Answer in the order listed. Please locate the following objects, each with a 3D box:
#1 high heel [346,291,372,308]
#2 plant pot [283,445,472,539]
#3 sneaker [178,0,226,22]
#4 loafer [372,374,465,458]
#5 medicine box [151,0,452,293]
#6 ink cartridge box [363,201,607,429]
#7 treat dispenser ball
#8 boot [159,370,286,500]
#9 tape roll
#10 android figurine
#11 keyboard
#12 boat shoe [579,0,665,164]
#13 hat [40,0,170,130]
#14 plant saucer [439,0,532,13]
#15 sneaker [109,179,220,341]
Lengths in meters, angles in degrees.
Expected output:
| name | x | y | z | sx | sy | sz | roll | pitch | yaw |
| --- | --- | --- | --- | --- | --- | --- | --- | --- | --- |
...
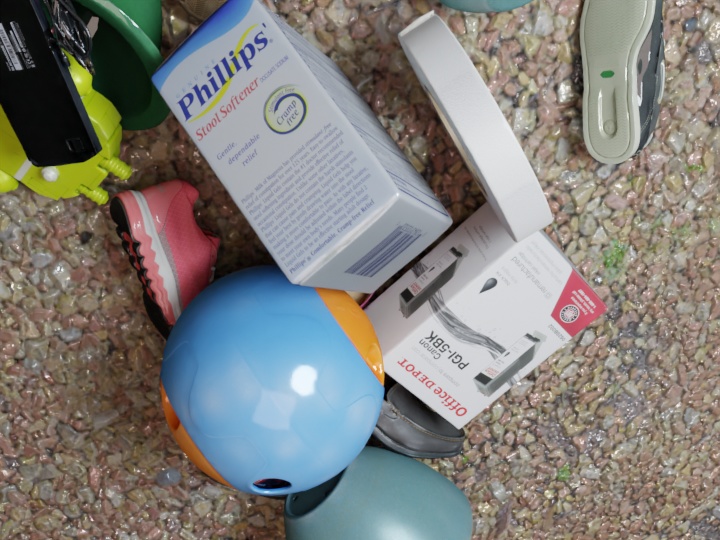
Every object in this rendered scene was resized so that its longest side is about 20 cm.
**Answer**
| name | x | y | z | sx | sy | sz | roll | pitch | yaw |
| --- | --- | --- | --- | --- | --- | --- | --- | --- | --- |
| high heel | 0.000 | 0.000 | 0.804 | 0.067 | 0.096 | 0.201 | 21 | 111 | -16 |
| plant pot | -0.003 | 0.263 | 0.873 | 0.200 | 0.200 | 0.135 | -40 | 108 | 12 |
| sneaker | -0.104 | -0.306 | 0.677 | 0.071 | 0.113 | 0.200 | 11 | 143 | -14 |
| loafer | 0.030 | 0.141 | 0.889 | 0.199 | 0.073 | 0.073 | 23 | 106 | -17 |
| medicine box | -0.038 | -0.092 | 0.669 | 0.103 | 0.182 | 0.201 | -39 | 76 | 12 |
| ink cartridge box | 0.119 | 0.043 | 0.834 | 0.200 | 0.083 | 0.147 | -42 | 124 | 13 |
| treat dispenser ball | -0.077 | 0.096 | 0.748 | 0.199 | 0.201 | 0.203 | -3 | 115 | -5 |
| boot | -0.138 | 0.175 | 0.890 | 0.199 | 0.068 | 0.131 | 25 | 115 | -15 |
| tape roll | 0.095 | -0.118 | 0.704 | 0.037 | 0.203 | 0.203 | -30 | 114 | 8 |
| android figurine | -0.288 | -0.131 | 0.713 | 0.200 | 0.041 | 0.182 | 39 | 132 | -23 |
| keyboard | -0.241 | -0.175 | 0.625 | 0.103 | 0.040 | 0.201 | 0 | 126 | 23 |
| boat shoe | 0.246 | -0.203 | 0.768 | 0.067 | 0.072 | 0.202 | -17 | 114 | -39 |
| hat | -0.195 | -0.247 | 0.708 | 0.165 | 0.177 | 0.200 | 27 | 152 | -7 |
| plant saucer | 0.146 | -0.269 | 0.652 | 0.200 | 0.200 | 0.036 | -39 | 76 | 11 |
| sneaker | -0.166 | 0.005 | 0.803 | 0.086 | 0.074 | 0.201 | -27 | 128 | -23 |
